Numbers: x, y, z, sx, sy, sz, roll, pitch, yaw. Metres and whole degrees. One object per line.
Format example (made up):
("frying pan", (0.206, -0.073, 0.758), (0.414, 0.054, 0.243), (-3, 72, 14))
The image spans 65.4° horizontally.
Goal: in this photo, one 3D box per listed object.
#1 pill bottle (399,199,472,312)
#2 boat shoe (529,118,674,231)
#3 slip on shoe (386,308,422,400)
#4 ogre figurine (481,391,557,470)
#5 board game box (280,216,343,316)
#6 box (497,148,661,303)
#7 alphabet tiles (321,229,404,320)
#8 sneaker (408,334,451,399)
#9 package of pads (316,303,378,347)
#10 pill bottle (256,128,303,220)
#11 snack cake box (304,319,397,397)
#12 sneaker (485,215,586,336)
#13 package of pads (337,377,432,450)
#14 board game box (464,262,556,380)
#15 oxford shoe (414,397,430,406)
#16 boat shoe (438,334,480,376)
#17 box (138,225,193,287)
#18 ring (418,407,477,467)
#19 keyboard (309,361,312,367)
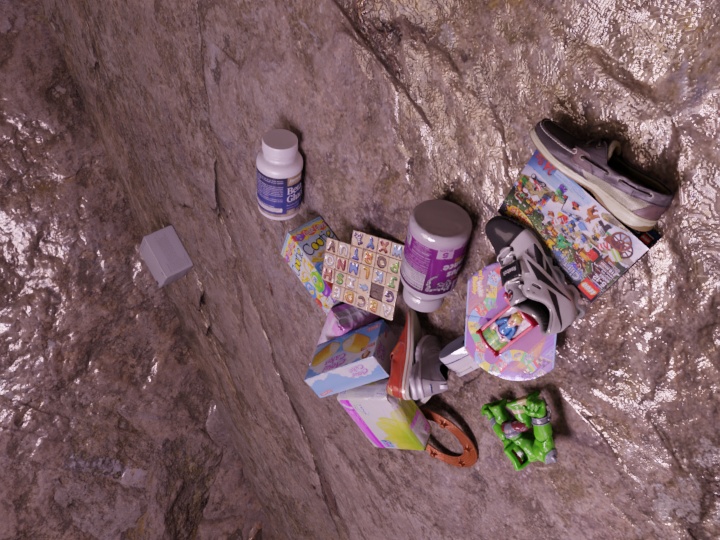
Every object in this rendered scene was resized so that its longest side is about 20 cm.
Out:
("pill bottle", (0.131, -0.020, 1.028), (0.112, 0.112, 0.202), (41, 144, 29))
("boat shoe", (0.308, -0.138, 0.717), (0.201, 0.071, 0.066), (48, 137, 20))
("slip on shoe", (0.092, 0.173, 1.187), (0.060, 0.202, 0.074), (-2, 150, 24))
("ogre figurine", (0.302, 0.303, 1.060), (0.199, 0.097, 0.121), (-32, 77, 48))
("board game box", (-0.091, -0.011, 1.372), (0.201, 0.102, 0.105), (52, 148, 14))
("box", (0.303, -0.068, 0.805), (0.200, 0.037, 0.137), (49, 147, 19))
("alphabet tiles", (0.000, 0.000, 1.231), (0.198, 0.008, 0.169), (19, 109, 28))
("sneaker", (0.152, 0.197, 1.137), (0.081, 0.200, 0.076), (-5, 113, 16))
("package of pads", (-0.034, 0.151, 1.400), (0.076, 0.119, 0.201), (60, 151, 25))
("pill bottle", (-0.192, -0.228, 1.335), (0.111, 0.110, 0.201), (42, 145, 27))
("snack cake box", (-0.021, 0.201, 1.263), (0.198, 0.116, 0.067), (-24, 117, 30))
("sneaker", (0.244, 0.007, 0.840), (0.201, 0.088, 0.074), (53, 154, 15))
("package of pads", (0.059, 0.327, 1.273), (0.153, 0.069, 0.201), (-10, 126, 38))
("board game box", (0.242, 0.087, 0.929), (0.156, 0.039, 0.203), (7, 99, 31))
("oxford shoe", (0.137, 0.266, 1.289), (0.057, 0.075, 0.200), (33, 149, 4))
("boat shoe", (0.240, 0.150, 1.026), (0.086, 0.075, 0.201), (48, 128, -8))
("box", (-0.839, -0.058, 2.415), (0.202, 0.130, 0.198), (61, 149, -1))
("ring", (0.186, 0.404, 1.338), (0.199, 0.019, 0.202), (27, 143, 23))
("keyboard", (-0.030, 0.239, 1.422), (0.011, 0.197, 0.057), (-107, 12, -56))
